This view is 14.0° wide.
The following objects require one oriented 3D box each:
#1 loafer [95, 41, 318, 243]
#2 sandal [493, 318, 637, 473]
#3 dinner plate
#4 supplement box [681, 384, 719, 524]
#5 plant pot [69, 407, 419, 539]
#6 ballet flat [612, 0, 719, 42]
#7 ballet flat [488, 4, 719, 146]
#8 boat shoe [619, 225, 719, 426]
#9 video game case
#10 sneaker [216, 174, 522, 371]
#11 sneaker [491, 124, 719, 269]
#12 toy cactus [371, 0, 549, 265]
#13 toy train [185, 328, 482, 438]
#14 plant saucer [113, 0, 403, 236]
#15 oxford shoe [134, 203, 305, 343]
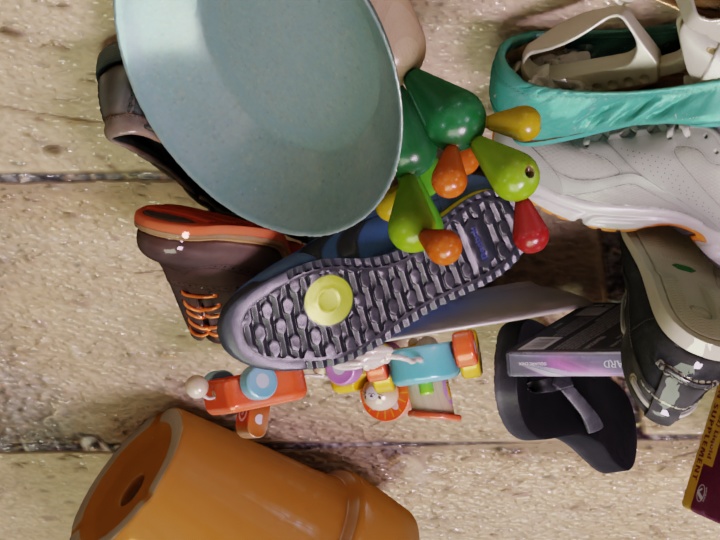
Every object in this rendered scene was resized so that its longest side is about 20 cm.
[{"bbox_3d":[-0.085,-0.059,1.698,0.072,0.063,0.200,-19,141,33],"label":"loafer"},{"bbox_3d":[0.138,0.077,1.867,0.043,0.076,0.200,-10,162,27],"label":"sandal"},{"bbox_3d":[0.042,0.028,1.785,0.199,0.024,0.200,-10,178,0],"label":"dinner plate"},{"bbox_3d":[0.293,0.114,1.778,0.103,0.131,0.200,17,180,-19],"label":"supplement box"},{"bbox_3d":[-0.092,0.195,2.007,0.183,0.201,0.200,38,138,-18],"label":"plant pot"},{"bbox_3d":[0.160,-0.159,1.505,0.199,0.063,0.069,16,146,-17],"label":"ballet flat"},{"bbox_3d":[0.163,-0.113,1.581,0.199,0.067,0.071,-8,133,16],"label":"ballet flat"},{"bbox_3d":[0.174,0.015,1.663,0.072,0.200,0.068,17,117,-7],"label":"boat shoe"},{"bbox_3d":[0.204,0.040,1.746,0.199,0.019,0.143,0,-169,25],"label":"video game case"},{"bbox_3d":[0.000,0.000,1.701,0.200,0.078,0.066,-25,113,-19],"label":"sneaker"},{"bbox_3d":[0.173,-0.067,1.632,0.199,0.076,0.092,18,129,8],"label":"sneaker"},{"bbox_3d":[0.030,-0.090,1.588,0.102,0.200,0.166,-23,113,-21],"label":"toy cactus"},{"bbox_3d":[-0.010,0.077,1.833,0.150,0.056,0.200,-9,179,-33],"label":"toy train"},{"bbox_3d":[-0.046,-0.116,1.557,0.201,0.039,0.202,23,130,30],"label":"plant saucer"},{"bbox_3d":[-0.078,0.007,1.704,0.071,0.073,0.200,14,176,25],"label":"oxford shoe"}]
